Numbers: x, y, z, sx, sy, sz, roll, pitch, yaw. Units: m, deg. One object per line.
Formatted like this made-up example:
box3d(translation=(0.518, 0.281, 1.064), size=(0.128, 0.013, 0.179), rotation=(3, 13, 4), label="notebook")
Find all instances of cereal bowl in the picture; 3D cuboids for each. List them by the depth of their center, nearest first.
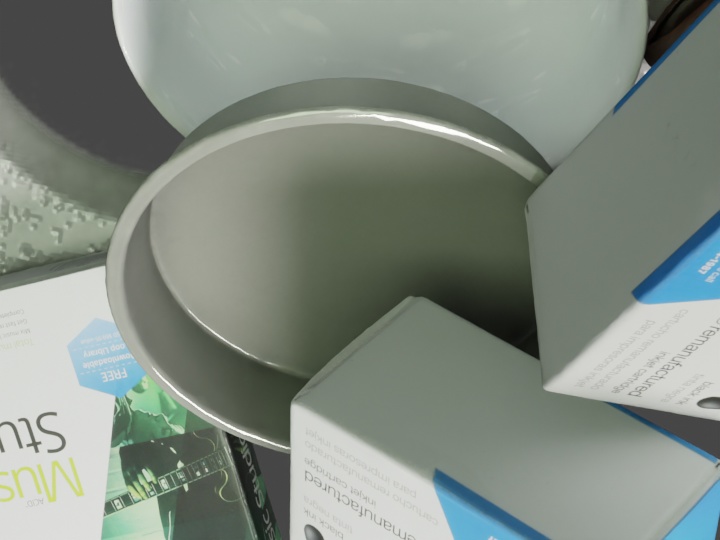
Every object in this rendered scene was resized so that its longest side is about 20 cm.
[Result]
box3d(translation=(0.009, -0.119, 0.856), size=(0.198, 0.084, 0.201), rotation=(3, 139, 2), label="cereal bowl")

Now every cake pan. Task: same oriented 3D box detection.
box3d(translation=(0.000, 0.000, 0.894), size=(0.198, 0.037, 0.201), rotation=(3, 136, 2), label="cake pan")

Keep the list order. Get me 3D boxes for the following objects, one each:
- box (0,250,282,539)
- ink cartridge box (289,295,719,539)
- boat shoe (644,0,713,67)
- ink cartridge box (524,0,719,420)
box3d(translation=(-0.115, 0.095, 0.995), size=(0.143, 0.036, 0.202), rotation=(-13, 104, 17), label="box")
box3d(translation=(0.050, 0.133, 0.884), size=(0.146, 0.086, 0.201), rotation=(28, 136, 28), label="ink cartridge box")
box3d(translation=(0.178, -0.142, 0.835), size=(0.070, 0.070, 0.201), rotation=(32, 111, 0), label="boat shoe")
box3d(translation=(0.179, -0.008, 0.795), size=(0.198, 0.085, 0.146), rotation=(11, 147, -22), label="ink cartridge box")
